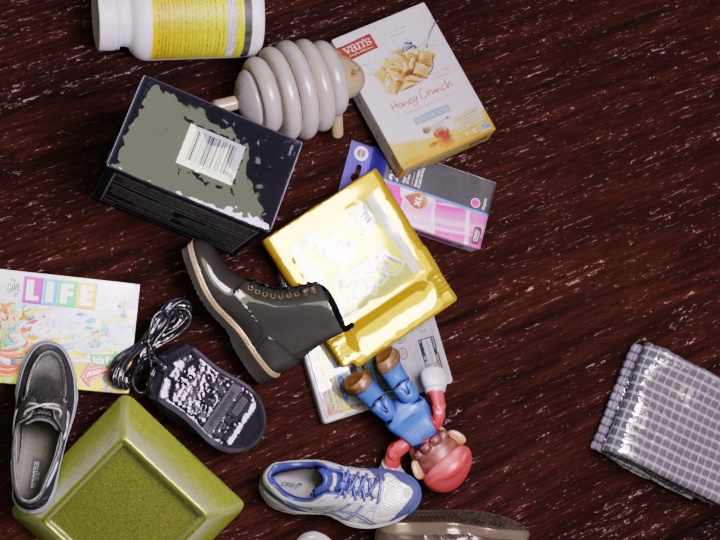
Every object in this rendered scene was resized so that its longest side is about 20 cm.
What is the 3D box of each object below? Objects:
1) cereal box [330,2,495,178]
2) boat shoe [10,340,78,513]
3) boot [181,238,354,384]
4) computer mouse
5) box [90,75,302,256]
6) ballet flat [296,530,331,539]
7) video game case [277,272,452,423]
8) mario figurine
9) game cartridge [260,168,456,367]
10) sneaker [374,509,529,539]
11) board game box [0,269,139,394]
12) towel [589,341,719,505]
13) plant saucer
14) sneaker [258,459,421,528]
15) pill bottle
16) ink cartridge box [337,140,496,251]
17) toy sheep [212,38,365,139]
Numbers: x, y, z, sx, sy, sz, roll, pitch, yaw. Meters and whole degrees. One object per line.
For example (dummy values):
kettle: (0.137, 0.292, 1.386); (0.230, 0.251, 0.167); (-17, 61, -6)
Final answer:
cereal box: (0.066, -0.235, 1.758); (0.144, 0.040, 0.200); (-26, 80, -17)
boat shoe: (-0.360, 0.175, 1.550); (0.072, 0.071, 0.200); (4, 74, -13)
boot: (-0.113, 0.022, 1.651); (0.138, 0.077, 0.200); (-30, 106, 14)
computer mouse: (-0.200, 0.142, 1.648); (0.200, 0.053, 0.139); (44, 65, -11)
box: (-0.199, -0.119, 1.604); (0.200, 0.198, 0.123); (23, 76, -13)
ballet flat: (-0.001, 0.396, 1.670); (0.200, 0.069, 0.069); (35, 76, -8)
video game case: (0.007, 0.074, 1.735); (0.182, 0.024, 0.200); (-16, 89, -17)
mario figurine: (0.063, 0.194, 1.711); (0.200, 0.123, 0.106); (54, 34, -13)
game cartridge: (0.000, 0.000, 1.707); (0.176, 0.032, 0.200); (-34, 94, -13)
sneaker: (0.113, 0.348, 1.722); (0.200, 0.070, 0.076); (6, 99, -10)
board game box: (-0.371, 0.073, 1.619); (0.200, 0.034, 0.135); (6, 82, -15)
towel: (0.428, 0.206, 1.810); (0.200, 0.086, 0.166); (25, 78, -12)
plant saucer: (-0.274, 0.284, 1.588); (0.200, 0.048, 0.200); (44, 91, -7)
sneaker: (-0.024, 0.269, 1.644); (0.200, 0.088, 0.075); (2, 71, -1)
pill bottle: (-0.225, -0.315, 1.664); (0.200, 0.112, 0.113); (-5, 85, -17)
ink cartridge box: (0.073, -0.098, 1.768); (0.200, 0.037, 0.095); (17, 79, -12)
toy sheep: (-0.086, -0.220, 1.681); (0.200, 0.138, 0.138); (-20, 90, -20)
